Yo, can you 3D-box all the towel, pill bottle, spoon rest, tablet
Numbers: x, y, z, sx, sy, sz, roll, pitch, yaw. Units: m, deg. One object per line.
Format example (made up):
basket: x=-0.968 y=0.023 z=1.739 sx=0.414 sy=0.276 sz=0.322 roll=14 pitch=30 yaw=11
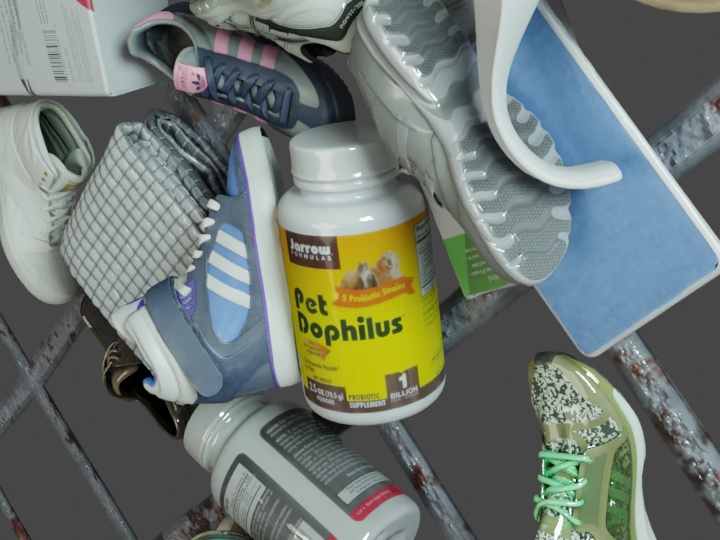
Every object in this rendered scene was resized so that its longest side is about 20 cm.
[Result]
towel: x=-0.153 y=-0.012 z=1.033 sx=0.200 sy=0.085 sz=0.166 roll=48 pitch=128 yaw=9
pill bottle: x=0.000 y=0.000 z=0.865 sx=0.108 sy=0.109 sz=0.203 roll=11 pitch=117 yaw=41
pill bottle: x=-0.055 y=0.180 z=1.009 sx=0.199 sy=0.110 sz=0.112 roll=37 pitch=132 yaw=26
spoon rest: x=0.085 y=-0.136 z=0.667 sx=0.099 sy=0.060 sz=0.202 roll=-119 pitch=7 yaw=-80
tablet: x=0.123 y=-0.056 z=0.735 sx=0.201 sy=0.014 sz=0.130 roll=55 pitch=137 yaw=8

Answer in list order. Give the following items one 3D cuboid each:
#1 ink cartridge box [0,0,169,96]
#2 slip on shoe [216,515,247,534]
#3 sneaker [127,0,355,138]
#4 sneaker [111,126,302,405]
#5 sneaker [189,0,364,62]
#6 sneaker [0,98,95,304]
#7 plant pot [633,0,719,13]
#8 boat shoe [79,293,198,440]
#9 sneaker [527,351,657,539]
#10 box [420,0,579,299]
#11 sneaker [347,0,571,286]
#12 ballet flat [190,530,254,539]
ink cartridge box: x=-0.256 y=-0.229 z=1.028 sx=0.198 sy=0.083 sz=0.147 roll=9 pitch=116 yaw=43
slip on shoe: x=-0.065 y=0.310 z=1.109 sx=0.060 sy=0.076 sz=0.202 roll=-11 pitch=105 yaw=52
sneaker: x=-0.094 y=-0.141 z=0.910 sx=0.199 sy=0.082 sz=0.071 roll=31 pitch=128 yaw=31
sneaker: x=-0.124 y=0.001 z=0.912 sx=0.144 sy=0.081 sz=0.203 roll=-8 pitch=92 yaw=4
sneaker: x=-0.056 y=-0.180 z=0.842 sx=0.088 sy=0.076 sz=0.200 roll=44 pitch=172 yaw=-24
sneaker: x=-0.298 y=-0.064 z=1.161 sx=0.115 sy=0.073 sz=0.203 roll=-3 pitch=106 yaw=49
plant pot: x=0.179 y=-0.233 z=0.582 sx=0.199 sy=0.092 sz=0.204 roll=22 pitch=123 yaw=37
boat shoe: x=-0.208 y=0.084 z=1.142 sx=0.199 sy=0.073 sz=0.075 roll=37 pitch=132 yaw=27
sneaker: x=0.146 y=0.154 z=0.810 sx=0.076 sy=0.088 sz=0.203 roll=-7 pitch=104 yaw=46
box: x=0.091 y=-0.091 z=0.786 sx=0.143 sy=0.036 sz=0.202 roll=-16 pitch=97 yaw=48
sneaker: x=0.059 y=-0.077 z=0.739 sx=0.202 sy=0.074 sz=0.082 roll=62 pitch=151 yaw=11
ballet flat: x=-0.072 y=0.275 z=1.047 sx=0.199 sy=0.073 sz=0.072 roll=26 pitch=141 yaw=-21
